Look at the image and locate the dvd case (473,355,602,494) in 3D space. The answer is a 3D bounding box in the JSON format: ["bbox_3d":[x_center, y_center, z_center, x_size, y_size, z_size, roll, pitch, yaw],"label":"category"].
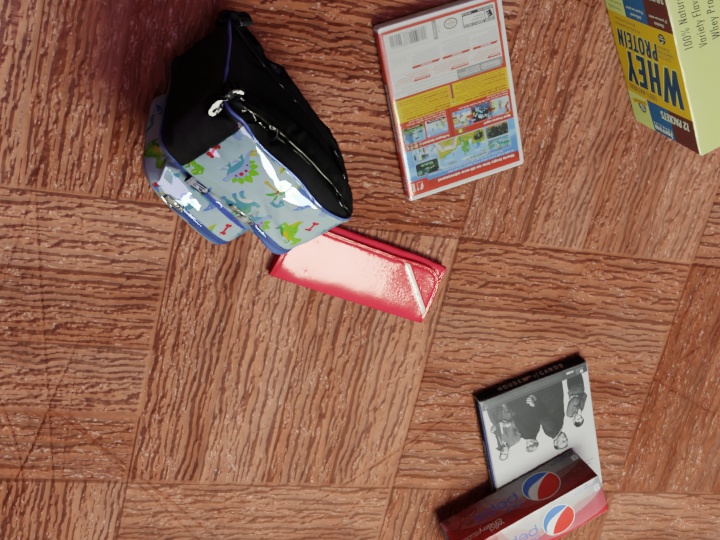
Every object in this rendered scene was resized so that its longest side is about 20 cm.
[{"bbox_3d":[0.229,0.219,1.540,0.150,0.025,0.200,-19,119,-12],"label":"dvd case"}]

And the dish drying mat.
[{"bbox_3d":[0.000,0.000,1.358,0.200,0.018,0.077,18,106,-27],"label":"dish drying mat"}]

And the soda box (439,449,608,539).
[{"bbox_3d":[0.206,0.309,1.516,0.200,0.070,0.063,-28,121,-8],"label":"soda box"}]

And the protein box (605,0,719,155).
[{"bbox_3d":[0.398,-0.270,1.325,0.200,0.135,0.199,-27,120,-9],"label":"protein box"}]

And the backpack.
[{"bbox_3d":[-0.109,-0.113,1.178,0.147,0.183,0.200,-32,127,21],"label":"backpack"}]

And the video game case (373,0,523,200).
[{"bbox_3d":[0.099,-0.188,1.313,0.143,0.017,0.200,-19,118,-13],"label":"video game case"}]
